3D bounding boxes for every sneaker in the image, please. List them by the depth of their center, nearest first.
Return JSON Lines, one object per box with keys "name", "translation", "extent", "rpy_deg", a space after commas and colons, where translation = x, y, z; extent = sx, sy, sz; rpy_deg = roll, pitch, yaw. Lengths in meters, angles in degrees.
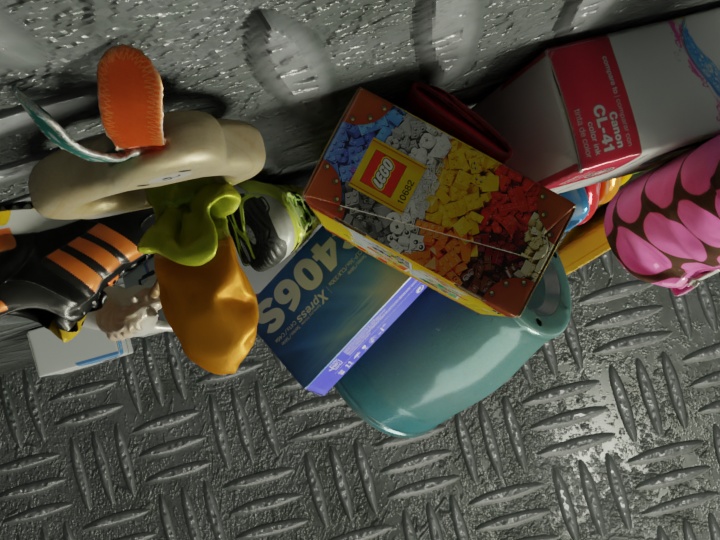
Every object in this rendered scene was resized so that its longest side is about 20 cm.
{"name": "sneaker", "translation": [-0.190, 0.000, 0.608], "extent": [0.199, 0.091, 0.070], "rpy_deg": [-14, 177, -39]}
{"name": "sneaker", "translation": [-0.071, -0.047, 0.737], "extent": [0.076, 0.076, 0.200], "rpy_deg": [-24, -171, -9]}

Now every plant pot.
{"name": "plant pot", "translation": [0.086, 0.031, 0.850], "extent": [0.187, 0.202, 0.199], "rpy_deg": [-31, 169, 37]}

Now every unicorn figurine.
{"name": "unicorn figurine", "translation": [-0.204, 0.023, 0.749], "extent": [0.198, 0.075, 0.137], "rpy_deg": [-5, -171, 18]}

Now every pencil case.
{"name": "pencil case", "translation": [0.241, -0.038, 0.608], "extent": [0.090, 0.095, 0.200], "rpy_deg": [-16, 174, -5]}

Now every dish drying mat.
{"name": "dish drying mat", "translation": [0.064, -0.090, 0.645], "extent": [0.018, 0.076, 0.200], "rpy_deg": [-54, 178, -1]}

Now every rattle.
{"name": "rattle", "translation": [-0.101, -0.013, 0.445], "extent": [0.129, 0.145, 0.200], "rpy_deg": [4, 179, -15]}

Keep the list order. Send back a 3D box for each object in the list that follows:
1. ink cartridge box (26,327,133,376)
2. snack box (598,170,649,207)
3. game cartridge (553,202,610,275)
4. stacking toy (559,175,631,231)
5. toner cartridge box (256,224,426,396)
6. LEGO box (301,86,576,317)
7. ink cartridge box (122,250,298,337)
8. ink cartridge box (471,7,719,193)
{"name": "ink cartridge box", "translation": [-0.499, 0.131, 1.629], "extent": [0.143, 0.085, 0.200], "rpy_deg": [-16, 178, -9]}
{"name": "snack box", "translation": [0.232, -0.099, 0.936], "extent": [0.199, 0.068, 0.169], "rpy_deg": [-33, -179, -11]}
{"name": "game cartridge", "translation": [0.287, -0.074, 0.895], "extent": [0.176, 0.033, 0.200], "rpy_deg": [-35, -178, 31]}
{"name": "stacking toy", "translation": [0.222, -0.120, 0.782], "extent": [0.199, 0.111, 0.116], "rpy_deg": [-28, 180, -13]}
{"name": "toner cartridge box", "translation": [0.000, 0.000, 0.764], "extent": [0.200, 0.095, 0.043], "rpy_deg": [-47, 155, 3]}
{"name": "LEGO box", "translation": [0.048, -0.036, 0.622], "extent": [0.148, 0.078, 0.200], "rpy_deg": [29, 179, 2]}
{"name": "ink cartridge box", "translation": [-0.177, 0.012, 1.067], "extent": [0.145, 0.084, 0.199], "rpy_deg": [-15, 177, -32]}
{"name": "ink cartridge box", "translation": [0.199, -0.117, 0.643], "extent": [0.198, 0.087, 0.148], "rpy_deg": [-14, 177, -13]}
